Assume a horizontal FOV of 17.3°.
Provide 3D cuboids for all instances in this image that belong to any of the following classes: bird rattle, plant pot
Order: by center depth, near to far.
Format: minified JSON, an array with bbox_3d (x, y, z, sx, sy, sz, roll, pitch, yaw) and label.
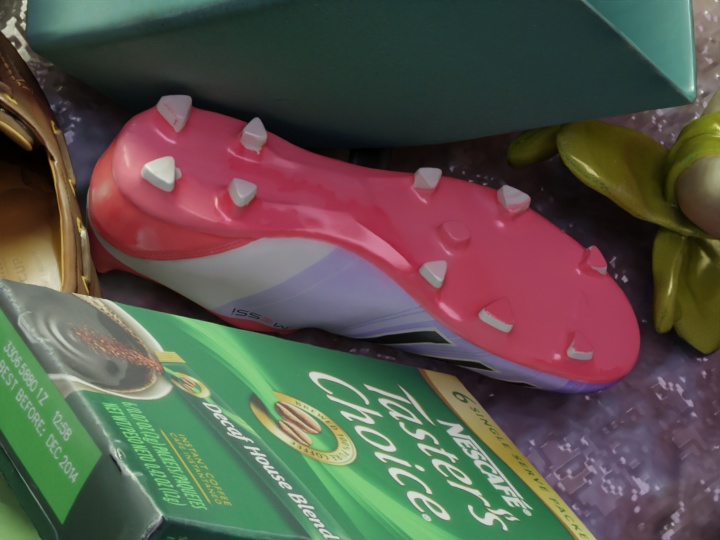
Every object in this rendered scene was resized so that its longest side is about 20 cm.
[{"bbox_3d":[-0.008,-0.123,0.803,0.199,0.141,0.142,-12,67,29],"label":"plant pot"},{"bbox_3d":[0.162,-0.065,0.841,0.200,0.163,0.113,-43,100,-12],"label":"bird rattle"}]

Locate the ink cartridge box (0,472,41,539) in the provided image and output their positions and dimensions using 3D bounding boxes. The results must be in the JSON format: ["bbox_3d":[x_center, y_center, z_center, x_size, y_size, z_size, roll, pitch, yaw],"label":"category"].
[{"bbox_3d":[-0.108,0.105,0.725,0.200,0.048,0.145,40,46,24],"label":"ink cartridge box"}]

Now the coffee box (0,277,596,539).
[{"bbox_3d":[-0.019,0.066,0.732,0.199,0.044,0.123,15,24,-41],"label":"coffee box"}]

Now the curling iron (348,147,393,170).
[{"bbox_3d":[0.007,-0.112,0.893,0.049,0.026,0.201,7,68,-10],"label":"curling iron"}]

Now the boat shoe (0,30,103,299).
[{"bbox_3d":[-0.130,-0.038,0.801,0.072,0.068,0.201,-15,56,-17],"label":"boat shoe"}]

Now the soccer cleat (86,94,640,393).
[{"bbox_3d":[0.000,0.000,0.830,0.199,0.077,0.067,19,54,-10],"label":"soccer cleat"}]
